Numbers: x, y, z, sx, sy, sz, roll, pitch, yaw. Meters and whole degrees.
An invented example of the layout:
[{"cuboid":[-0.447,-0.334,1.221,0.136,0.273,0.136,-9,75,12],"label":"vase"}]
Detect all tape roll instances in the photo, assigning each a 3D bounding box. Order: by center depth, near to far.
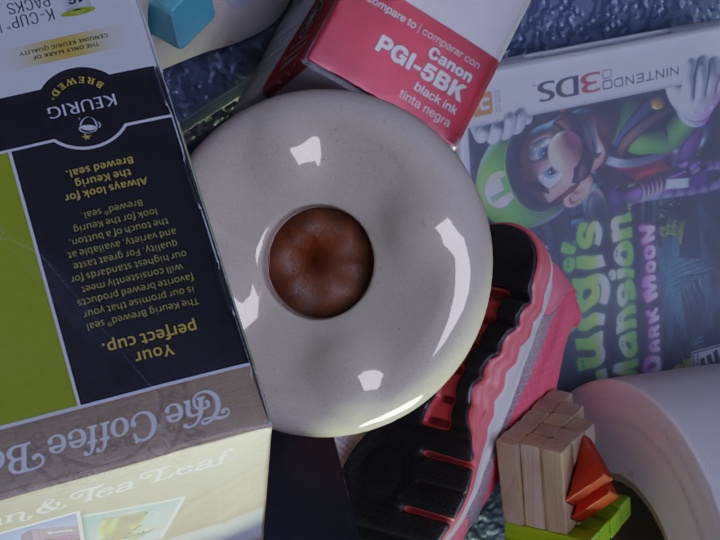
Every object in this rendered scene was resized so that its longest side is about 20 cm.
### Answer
[{"cuboid":[0.190,0.146,1.114,0.139,0.203,0.203,-6,97,-24],"label":"tape roll"}]

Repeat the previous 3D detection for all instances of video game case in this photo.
[{"cuboid":[0.128,-0.020,1.148,0.181,0.023,0.201,-13,110,-24],"label":"video game case"}]

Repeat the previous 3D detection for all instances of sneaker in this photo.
[{"cuboid":[0.058,0.081,1.077,0.087,0.074,0.200,34,78,-48],"label":"sneaker"}]

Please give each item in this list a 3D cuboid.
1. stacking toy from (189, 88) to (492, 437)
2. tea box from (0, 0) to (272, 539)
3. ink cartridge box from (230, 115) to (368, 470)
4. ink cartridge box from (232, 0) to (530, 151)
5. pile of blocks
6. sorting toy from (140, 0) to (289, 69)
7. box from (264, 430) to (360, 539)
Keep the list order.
[{"cuboid":[0.000,0.000,1.002,0.146,0.200,0.147,-1,88,12],"label":"stacking toy"},{"cuboid":[-0.154,0.021,0.812,0.199,0.134,0.197,-14,66,-10],"label":"tea box"},{"cuboid":[-0.051,0.034,1.086,0.161,0.050,0.200,39,60,-23],"label":"ink cartridge box"},{"cuboid":[0.034,-0.148,1.026,0.083,0.147,0.200,30,77,-11],"label":"ink cartridge box"},{"cuboid":[0.100,0.162,1.058,0.082,0.062,0.201,-1,100,-59],"label":"pile of blocks"},{"cuboid":[-0.092,-0.175,1.002,0.180,0.107,0.201,-8,94,-55],"label":"sorting toy"},{"cuboid":[-0.071,0.182,0.953,0.117,0.197,0.200,3,117,-11],"label":"box"}]
